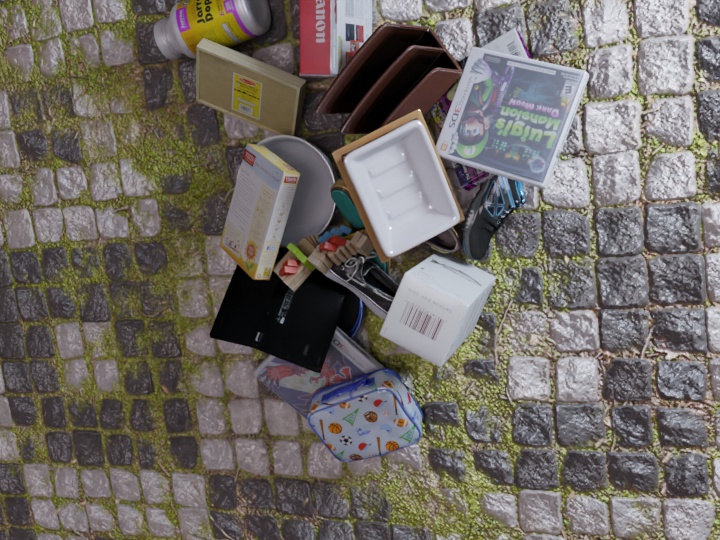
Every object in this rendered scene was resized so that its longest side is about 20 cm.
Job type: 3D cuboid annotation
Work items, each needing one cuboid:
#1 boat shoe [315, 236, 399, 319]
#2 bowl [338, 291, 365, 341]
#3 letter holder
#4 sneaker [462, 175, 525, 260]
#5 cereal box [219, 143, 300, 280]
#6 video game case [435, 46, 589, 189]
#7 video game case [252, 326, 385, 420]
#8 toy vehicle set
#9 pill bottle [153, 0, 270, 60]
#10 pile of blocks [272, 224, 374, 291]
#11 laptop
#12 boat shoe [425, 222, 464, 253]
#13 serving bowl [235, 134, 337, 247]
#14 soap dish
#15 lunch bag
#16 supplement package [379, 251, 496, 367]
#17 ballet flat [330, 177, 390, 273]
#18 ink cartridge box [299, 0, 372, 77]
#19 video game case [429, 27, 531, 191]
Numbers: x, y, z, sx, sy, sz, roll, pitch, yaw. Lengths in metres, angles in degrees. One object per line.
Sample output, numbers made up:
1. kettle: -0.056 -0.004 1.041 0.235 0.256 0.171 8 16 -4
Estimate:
1. boat shoe: -0.001 0.002 1.452 0.199 0.074 0.068 44 140 7
2. bowl: -0.083 0.057 1.554 0.199 0.039 0.202 5 104 21
3. letter holder: 0.039 -0.288 1.341 0.200 0.142 0.101 -45 69 35
4. sneaker: 0.225 -0.106 1.378 0.082 0.073 0.201 19 108 18
5. cereal box: -0.178 -0.103 1.448 0.144 0.039 0.201 40 118 46
6. video game case: 0.228 -0.239 1.286 0.199 0.023 0.183 22 95 31
7. video game case: -0.076 0.192 1.557 0.182 0.023 0.200 41 120 -8
8. toy vehicle set: -0.197 -0.317 1.473 0.199 0.027 0.125 24 141 6
9. pill bottle: -0.266 -0.441 1.480 0.199 0.104 0.105 -14 96 23
10. pile of blocks: -0.066 -0.040 1.413 0.199 0.062 0.082 -24 65 7
11. laptop: -0.143 0.064 1.503 0.199 0.116 0.188 22 77 -10
12. boat shoe: 0.097 -0.096 1.438 0.200 0.059 0.072 36 112 10
13. serving bowl: -0.124 -0.146 1.510 0.199 0.066 0.201 5 104 21
14. soap dish: 0.059 -0.136 1.337 0.157 0.081 0.201 -28 110 -6
15. lunch bag: 0.011 0.262 1.520 0.199 0.076 0.161 -24 116 21
16. supplement package: 0.132 0.057 1.381 0.116 0.200 0.118 26 110 14
17. ballet flat: 0.014 -0.082 1.466 0.068 0.063 0.201 1 129 38
18. ink cartridge box: -0.047 -0.419 1.359 0.083 0.175 0.201 5 103 21
19. video game case: 0.209 -0.257 1.335 0.181 0.036 0.201 -28 69 24
